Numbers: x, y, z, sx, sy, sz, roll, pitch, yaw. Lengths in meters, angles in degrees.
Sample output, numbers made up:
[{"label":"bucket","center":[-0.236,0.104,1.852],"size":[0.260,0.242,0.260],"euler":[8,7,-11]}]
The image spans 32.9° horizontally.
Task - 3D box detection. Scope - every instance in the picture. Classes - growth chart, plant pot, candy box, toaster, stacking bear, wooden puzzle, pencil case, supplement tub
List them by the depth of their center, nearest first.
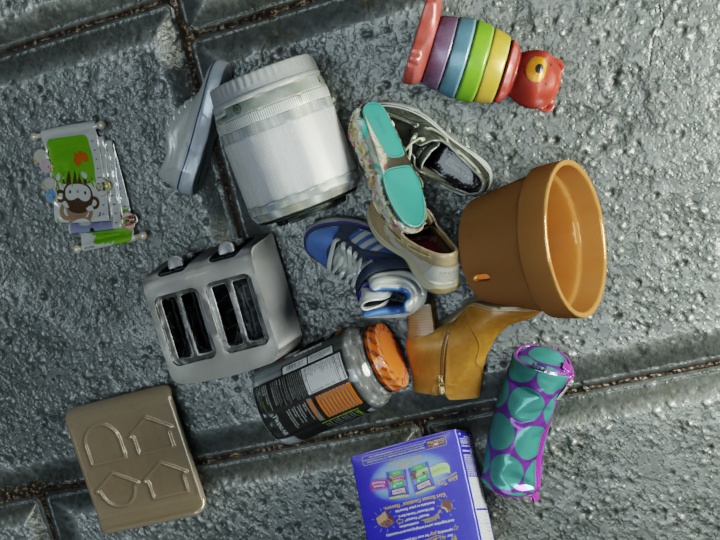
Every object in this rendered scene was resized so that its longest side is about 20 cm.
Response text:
[{"label":"stacking bear","center":[0.163,-0.266,1.574],"size":[0.199,0.114,0.122],"euler":[17,76,0]},{"label":"plant pot","center":[0.218,-0.033,1.575],"size":[0.139,0.200,0.201],"euler":[-8,100,32]},{"label":"pencil case","center":[0.228,0.208,1.668],"size":[0.092,0.085,0.201],"euler":[21,107,27]},{"label":"candy box","center":[0.090,0.339,1.697],"size":[0.168,0.077,0.201],"euler":[-17,73,22]},{"label":"supplement tub","center":[-0.040,0.155,1.707],"size":[0.199,0.123,0.123],"euler":[-24,95,17]},{"label":"toaster","center":[-0.192,0.061,1.727],"size":[0.180,0.119,0.201],"euler":[-14,97,18]},{"label":"growth chart","center":[-0.406,-0.123,1.799],"size":[0.144,0.018,0.201],"euler":[-16,96,18]},{"label":"wooden puzzle","center":[-0.338,0.285,1.856],"size":[0.184,0.046,0.201],"euler":[-15,93,17]}]

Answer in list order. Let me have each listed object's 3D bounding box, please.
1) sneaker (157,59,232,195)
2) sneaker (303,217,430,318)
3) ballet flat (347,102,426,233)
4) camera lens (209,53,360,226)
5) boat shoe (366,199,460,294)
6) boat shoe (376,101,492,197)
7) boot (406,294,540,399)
[{"label":"sneaker","center":[-0.237,-0.205,1.707],"size":[0.070,0.073,0.201],"euler":[22,107,6]},{"label":"sneaker","center":[0.000,0.000,1.646],"size":[0.199,0.147,0.081],"euler":[18,118,8]},{"label":"ballet flat","center":[0.034,-0.127,1.595],"size":[0.064,0.075,0.201],"euler":[-47,53,51]},{"label":"camera lens","center":[-0.100,-0.170,1.633],"size":[0.159,0.160,0.201],"euler":[-19,97,17]},{"label":"boat shoe","center":[0.074,-0.052,1.614],"size":[0.200,0.073,0.070],"euler":[48,142,41]},{"label":"boat shoe","center":[0.088,-0.165,1.636],"size":[0.199,0.064,0.071],"euler":[31,107,8]},{"label":"boot","center":[0.161,0.106,1.680],"size":[0.200,0.071,0.145],"euler":[-3,107,18]}]
